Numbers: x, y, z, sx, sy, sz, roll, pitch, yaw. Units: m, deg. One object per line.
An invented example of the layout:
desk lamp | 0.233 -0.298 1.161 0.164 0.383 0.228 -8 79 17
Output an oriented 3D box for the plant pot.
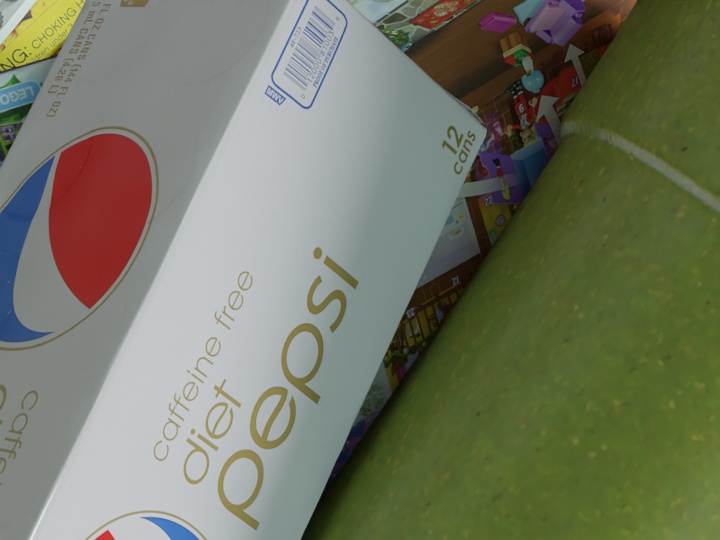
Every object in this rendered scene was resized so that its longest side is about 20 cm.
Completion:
plant pot | 0.070 0.063 0.620 0.200 0.200 0.190 44 87 -11

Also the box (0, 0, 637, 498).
box | 0.000 0.000 0.695 0.200 0.039 0.137 -19 96 -23

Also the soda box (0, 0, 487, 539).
soda box | -0.053 0.038 0.595 0.064 0.068 0.200 40 67 -38

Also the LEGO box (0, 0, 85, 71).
LEGO box | -0.106 -0.126 0.748 0.200 0.077 0.149 -44 101 -13
